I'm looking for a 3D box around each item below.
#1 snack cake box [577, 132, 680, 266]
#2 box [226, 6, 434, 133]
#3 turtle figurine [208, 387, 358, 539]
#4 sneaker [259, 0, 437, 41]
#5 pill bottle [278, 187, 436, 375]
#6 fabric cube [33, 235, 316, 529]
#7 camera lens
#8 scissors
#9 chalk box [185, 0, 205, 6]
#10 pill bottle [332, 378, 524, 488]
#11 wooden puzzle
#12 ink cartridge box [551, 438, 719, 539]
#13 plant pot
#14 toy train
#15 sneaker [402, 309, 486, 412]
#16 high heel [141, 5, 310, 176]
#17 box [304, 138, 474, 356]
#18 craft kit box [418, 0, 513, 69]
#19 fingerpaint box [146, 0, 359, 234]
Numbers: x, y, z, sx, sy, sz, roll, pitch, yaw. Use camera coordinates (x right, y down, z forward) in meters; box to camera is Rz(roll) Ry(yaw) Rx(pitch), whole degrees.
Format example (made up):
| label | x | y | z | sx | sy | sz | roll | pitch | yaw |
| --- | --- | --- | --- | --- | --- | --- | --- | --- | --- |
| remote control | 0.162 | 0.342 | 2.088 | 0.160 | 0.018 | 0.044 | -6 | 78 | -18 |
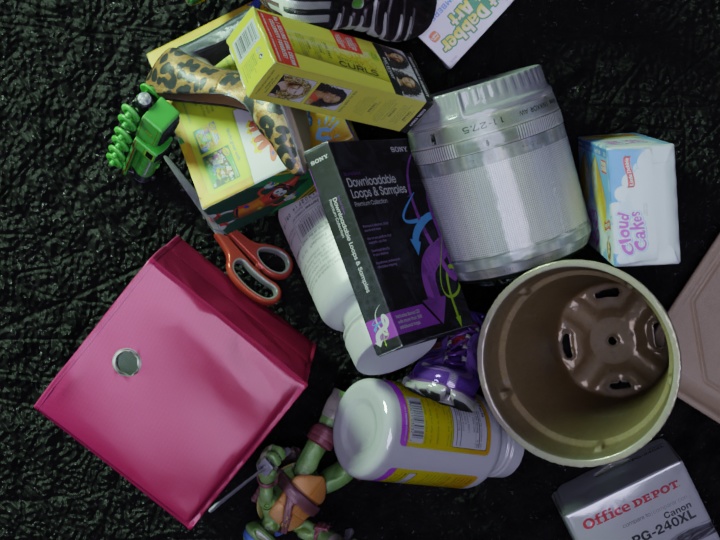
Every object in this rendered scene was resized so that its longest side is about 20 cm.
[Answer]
| label | x | y | z | sx | sy | sz | roll | pitch | yaw |
| --- | --- | --- | --- | --- | --- | --- | --- | --- | --- |
| snack cake box | 0.268 | -0.076 | 1.291 | 0.067 | 0.200 | 0.116 | -3 | 99 | 2 |
| box | -0.026 | -0.186 | 1.203 | 0.050 | 0.199 | 0.075 | -45 | 52 | 35 |
| turtle figurine | -0.041 | 0.234 | 1.356 | 0.144 | 0.200 | 0.194 | 38 | 78 | 9 |
| sneaker | -0.023 | -0.281 | 1.275 | 0.115 | 0.199 | 0.076 | 30 | 115 | 41 |
| pill bottle | 0.000 | 0.000 | 1.307 | 0.114 | 0.114 | 0.200 | -28 | 62 | 5 |
| fabric cube | -0.185 | 0.109 | 1.328 | 0.199 | 0.200 | 0.196 | 39 | 96 | -5 |
| camera lens | 0.141 | -0.094 | 1.311 | 0.159 | 0.160 | 0.201 | -16 | 98 | 3 |
| scissors | -0.155 | -0.043 | 1.377 | 0.200 | 0.014 | 0.073 | 41 | 57 | -5 |
| chalk box | -0.146 | -0.388 | 1.272 | 0.123 | 0.124 | 0.201 | -23 | 99 | 27 |
| pill bottle | 0.077 | 0.175 | 1.349 | 0.199 | 0.104 | 0.105 | 12 | 101 | -35 |
| wooden puzzle | 0.426 | 0.070 | 1.398 | 0.185 | 0.037 | 0.200 | 32 | 94 | -3 |
| ink cartridge box | 0.321 | 0.310 | 1.409 | 0.145 | 0.083 | 0.201 | -27 | 98 | 5 |
| plant pot | 0.242 | 0.083 | 1.309 | 0.200 | 0.183 | 0.201 | 2 | 95 | 23 |
| toy train | -0.221 | -0.134 | 1.300 | 0.056 | 0.200 | 0.042 | 40 | 70 | -4 |
| sneaker | 0.097 | 0.085 | 1.319 | 0.080 | 0.200 | 0.084 | 19 | 105 | 6 |
| high heel | -0.129 | -0.146 | 1.231 | 0.142 | 0.071 | 0.201 | -28 | 62 | 11 |
| box | 0.030 | -0.028 | 1.209 | 0.036 | 0.143 | 0.201 | -25 | 83 | 33 |
| craft kit box | 0.090 | -0.350 | 1.332 | 0.197 | 0.049 | 0.200 | 42 | 97 | -8 |
| fingerpaint box | -0.105 | -0.164 | 1.304 | 0.166 | 0.073 | 0.201 | -26 | 65 | 5 |
